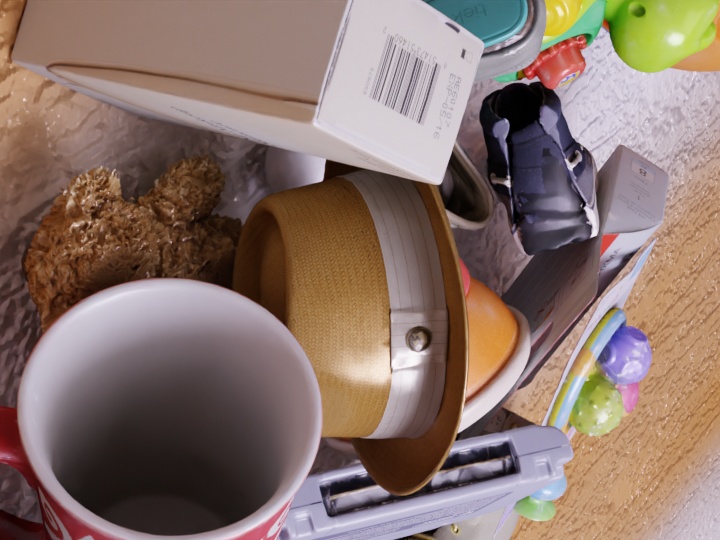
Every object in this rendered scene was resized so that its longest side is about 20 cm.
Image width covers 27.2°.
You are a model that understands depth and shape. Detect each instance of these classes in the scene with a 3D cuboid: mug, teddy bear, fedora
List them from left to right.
[{"bbox_3d":[-0.115,0.105,0.733,0.200,0.177,0.134,103,13,-55],"label":"mug"},{"bbox_3d":[-0.108,0.006,0.789,0.200,0.067,0.145,-14,126,-53],"label":"teddy bear"},{"bbox_3d":[-0.015,0.020,0.754,0.082,0.201,0.201,-7,110,-21],"label":"fedora"}]

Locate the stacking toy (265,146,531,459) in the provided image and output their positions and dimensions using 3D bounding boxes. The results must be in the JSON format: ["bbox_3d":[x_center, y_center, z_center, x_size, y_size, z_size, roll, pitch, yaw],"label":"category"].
[{"bbox_3d":[0.000,0.000,0.895,0.146,0.146,0.200,-44,114,-33],"label":"stacking toy"}]

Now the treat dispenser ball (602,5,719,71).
[{"bbox_3d":[0.239,-0.236,1.020,0.201,0.201,0.201,-21,118,-46],"label":"treat dispenser ball"}]

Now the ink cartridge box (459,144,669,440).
[{"bbox_3d":[0.136,0.026,0.984,0.160,0.047,0.200,-55,-173,33],"label":"ink cartridge box"}]

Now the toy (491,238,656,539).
[{"bbox_3d":[0.154,0.087,0.985,0.115,0.047,0.200,-39,156,-56],"label":"toy"}]

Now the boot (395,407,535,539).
[{"bbox_3d":[0.061,0.163,1.042,0.200,0.072,0.155,27,82,-57],"label":"boot"}]

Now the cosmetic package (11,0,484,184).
[{"bbox_3d":[-0.056,-0.102,0.697,0.103,0.200,0.073,20,86,-51],"label":"cosmetic package"}]

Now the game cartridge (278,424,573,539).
[{"bbox_3d":[0.014,0.140,0.900,0.200,0.133,0.041,-9,69,-24],"label":"game cartridge"}]

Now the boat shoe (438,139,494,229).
[{"bbox_3d":[0.021,-0.085,0.909,0.200,0.065,0.072,47,66,-48],"label":"boat shoe"}]

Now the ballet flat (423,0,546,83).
[{"bbox_3d":[0.004,-0.110,0.810,0.064,0.200,0.068,52,26,-74],"label":"ballet flat"}]

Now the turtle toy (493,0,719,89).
[{"bbox_3d":[0.113,-0.164,0.897,0.146,0.200,0.101,-67,151,-43],"label":"turtle toy"}]

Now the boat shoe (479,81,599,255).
[{"bbox_3d":[0.114,-0.085,0.970,0.200,0.075,0.093,-91,164,-72],"label":"boat shoe"}]
